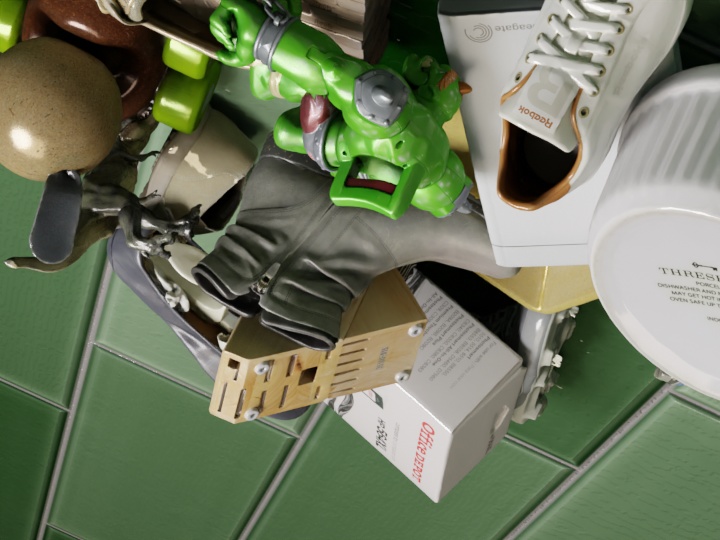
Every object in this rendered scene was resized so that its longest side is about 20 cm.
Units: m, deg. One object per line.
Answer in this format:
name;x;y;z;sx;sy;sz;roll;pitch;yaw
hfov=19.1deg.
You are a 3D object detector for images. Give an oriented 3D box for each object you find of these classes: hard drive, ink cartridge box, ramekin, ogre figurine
hard drive;0.128;-0.083;1.262;0.131;0.027;0.201;-2;134;16
ink cartridge box;0.017;0.059;1.590;0.200;0.084;0.146;41;159;17
ramekin;0.217;-0.009;1.183;0.201;0.094;0.203;25;148;17
ogre figurine;-0.001;-0.086;1.241;0.119;0.098;0.201;27;149;32

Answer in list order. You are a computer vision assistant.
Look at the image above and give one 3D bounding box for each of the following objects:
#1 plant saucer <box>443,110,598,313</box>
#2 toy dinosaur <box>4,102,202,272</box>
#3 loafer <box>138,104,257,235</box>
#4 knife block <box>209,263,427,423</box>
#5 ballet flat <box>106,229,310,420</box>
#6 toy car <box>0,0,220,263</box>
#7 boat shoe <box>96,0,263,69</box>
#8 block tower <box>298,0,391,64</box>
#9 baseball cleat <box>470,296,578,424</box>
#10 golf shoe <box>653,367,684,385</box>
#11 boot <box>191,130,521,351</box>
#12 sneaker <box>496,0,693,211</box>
plant saucer;0.106;-0.057;1.396;0.199;0.049;0.200;34;154;-19
toy dinosaur;-0.158;-0.038;1.427;0.088;0.200;0.048;21;128;5
loafer;-0.125;-0.054;1.575;0.068;0.076;0.200;31;155;-2
knife block;-0.038;0.003;1.466;0.176;0.199;0.064;57;147;35
ballet flat;-0.099;0.033;1.544;0.200;0.073;0.073;44;151;-15
toy car;-0.198;-0.103;1.388;0.163;0.201;0.158;24;155;0
boat shoe;-0.134;-0.185;1.302;0.199;0.065;0.072;28;126;-11
block tower;-0.012;-0.174;1.260;0.057;0.054;0.200;19;156;9
baseball cleat;0.104;0.055;1.599;0.106;0.070;0.200;26;153;10
golf shoe;0.269;0.047;1.423;0.097;0.079;0.200;18;173;-5
boot;0.000;0.000;1.389;0.199;0.131;0.068;20;156;8
sneaker;0.122;-0.114;1.143;0.072;0.085;0.201;27;127;17
